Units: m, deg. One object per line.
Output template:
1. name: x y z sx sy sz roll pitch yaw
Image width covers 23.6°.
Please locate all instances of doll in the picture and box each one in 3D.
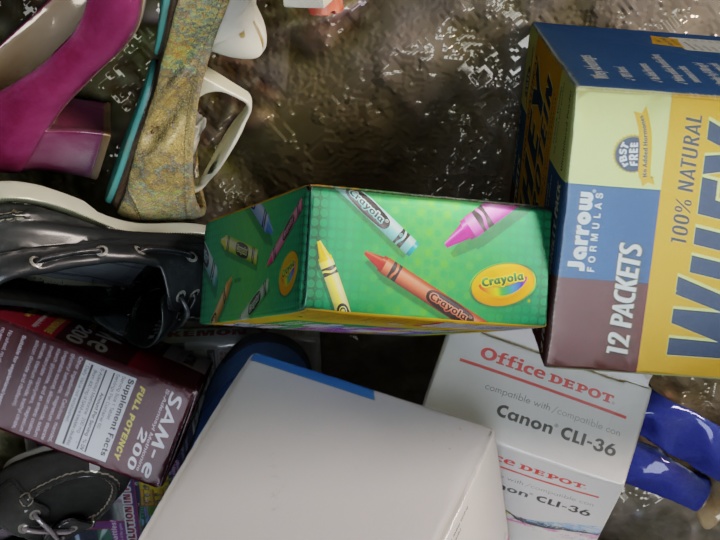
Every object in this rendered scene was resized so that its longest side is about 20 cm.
1. doll: 0.137 0.088 1.024 0.200 0.048 0.136 29 135 -12

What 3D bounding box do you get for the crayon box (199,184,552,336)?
1. crayon box: 0.000 0.000 0.858 0.119 0.200 0.058 4 85 -18

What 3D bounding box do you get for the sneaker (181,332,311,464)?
1. sneaker: -0.079 0.132 1.008 0.066 0.078 0.200 22 114 -9

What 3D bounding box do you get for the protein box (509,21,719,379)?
1. protein box: 0.186 -0.039 0.869 0.200 0.199 0.135 4 106 -2

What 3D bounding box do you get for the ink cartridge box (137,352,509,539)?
1. ink cartridge box: -0.011 0.173 0.932 0.147 0.145 0.200 16 147 21

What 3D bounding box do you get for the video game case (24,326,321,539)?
1. video game case: -0.111 0.126 1.060 0.182 0.023 0.200 -2 118 1

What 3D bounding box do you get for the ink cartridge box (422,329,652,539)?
1. ink cartridge box: 0.087 0.099 0.959 0.116 0.068 0.200 18 147 6

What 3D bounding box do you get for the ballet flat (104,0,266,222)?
1. ballet flat: -0.085 -0.110 0.918 0.071 0.071 0.200 15 121 -7

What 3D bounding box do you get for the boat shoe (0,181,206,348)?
1. boat shoe: -0.125 0.009 0.940 0.199 0.066 0.075 20 136 -38

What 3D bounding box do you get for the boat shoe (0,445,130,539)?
1. boat shoe: -0.208 0.155 1.019 0.200 0.057 0.067 -24 140 34

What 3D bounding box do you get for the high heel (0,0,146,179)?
1. high heel: -0.167 -0.137 0.904 0.096 0.067 0.200 9 130 -16

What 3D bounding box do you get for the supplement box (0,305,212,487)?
1. supplement box: -0.187 0.049 0.953 0.200 0.109 0.061 21 95 -3

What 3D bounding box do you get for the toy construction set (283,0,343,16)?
1. toy construction set: 0.008 -0.222 0.824 0.092 0.131 0.200 9 116 -4
